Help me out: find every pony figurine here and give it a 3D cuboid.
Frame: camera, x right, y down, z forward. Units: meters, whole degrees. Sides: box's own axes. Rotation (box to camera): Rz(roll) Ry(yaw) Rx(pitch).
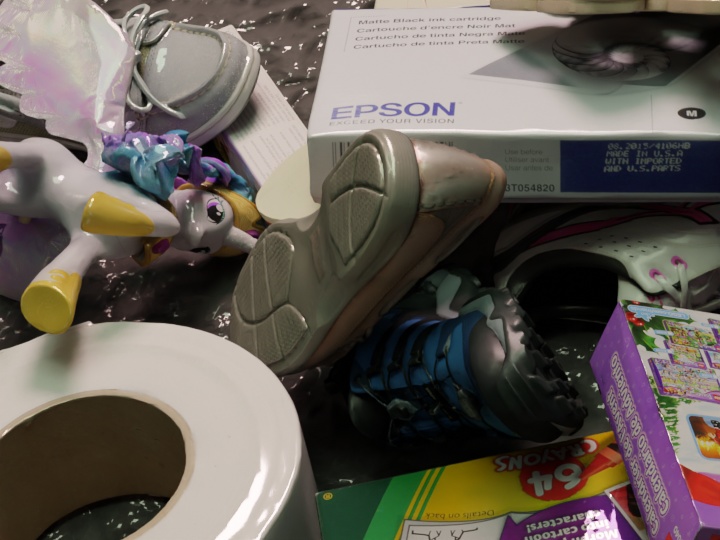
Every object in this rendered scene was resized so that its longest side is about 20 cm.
[{"bbox_3d":[-0.152,-0.041,1.276,0.193,0.167,0.200,28,17,20],"label":"pony figurine"}]

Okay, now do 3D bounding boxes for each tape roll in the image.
[{"bbox_3d":[-0.117,0.113,1.154,0.202,0.071,0.203,-9,40,7],"label":"tape roll"}]

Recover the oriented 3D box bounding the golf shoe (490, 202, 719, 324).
[{"bbox_3d":[0.159,-0.003,1.217,0.199,0.073,0.092,-5,43,24],"label":"golf shoe"}]

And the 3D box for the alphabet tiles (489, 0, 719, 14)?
[{"bbox_3d":[0.168,-0.132,1.227,0.199,0.015,0.196,-4,9,-22],"label":"alphabet tiles"}]

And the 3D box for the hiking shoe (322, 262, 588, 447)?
[{"bbox_3d":[0.041,0.054,1.149,0.087,0.075,0.200,-35,8,-5],"label":"hiking shoe"}]

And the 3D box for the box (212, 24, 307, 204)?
[{"bbox_3d":[-0.048,-0.062,1.364,0.041,0.039,0.200,-24,41,-10],"label":"box"}]

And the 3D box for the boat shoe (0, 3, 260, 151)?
[{"bbox_3d":[-0.145,-0.103,1.389,0.201,0.065,0.075,3,66,35],"label":"boat shoe"}]

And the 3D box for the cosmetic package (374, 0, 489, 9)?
[{"bbox_3d":[0.071,-0.174,1.438,0.103,0.073,0.200,-4,40,11],"label":"cosmetic package"}]

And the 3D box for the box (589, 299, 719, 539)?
[{"bbox_3d":[0.203,0.082,1.057,0.199,0.039,0.137,9,36,-17],"label":"box"}]

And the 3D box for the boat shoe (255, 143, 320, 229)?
[{"bbox_3d":[0.033,-0.045,1.273,0.200,0.063,0.071,-28,40,-35],"label":"boat shoe"}]

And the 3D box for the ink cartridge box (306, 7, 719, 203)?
[{"bbox_3d":[0.080,-0.094,1.247,0.199,0.041,0.200,0,29,4],"label":"ink cartridge box"}]

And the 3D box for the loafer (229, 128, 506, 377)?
[{"bbox_3d":[0.000,0.000,1.153,0.063,0.200,0.072,3,66,-23],"label":"loafer"}]

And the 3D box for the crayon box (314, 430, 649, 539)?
[{"bbox_3d":[0.092,0.148,1.061,0.199,0.058,0.173,-12,39,0],"label":"crayon box"}]
